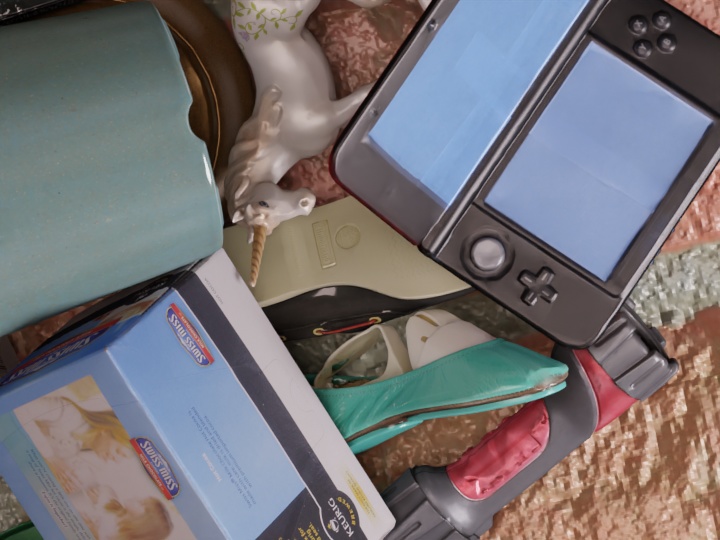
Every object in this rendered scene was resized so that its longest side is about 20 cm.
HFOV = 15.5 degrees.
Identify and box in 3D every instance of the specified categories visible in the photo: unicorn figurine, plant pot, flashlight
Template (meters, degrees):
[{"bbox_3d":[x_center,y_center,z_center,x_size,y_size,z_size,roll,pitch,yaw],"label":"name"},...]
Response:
[{"bbox_3d":[-0.031,-0.108,1.543,0.137,0.074,0.200,-19,92,-1],"label":"unicorn figurine"},{"bbox_3d":[-0.162,-0.086,1.574,0.200,0.027,0.200,-1,98,-4],"label":"plant pot"},{"bbox_3d":[-0.189,-0.055,1.469,0.196,0.200,0.200,-17,93,-9],"label":"plant pot"},{"bbox_3d":[0.092,0.095,1.557,0.200,0.068,0.068,-39,71,12],"label":"flashlight"}]

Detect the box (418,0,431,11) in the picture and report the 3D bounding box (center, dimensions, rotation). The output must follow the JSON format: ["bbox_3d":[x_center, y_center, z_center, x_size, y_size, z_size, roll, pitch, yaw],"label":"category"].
[{"bbox_3d":[0.050,-0.250,1.542,0.119,0.041,0.200,-30,88,12],"label":"box"}]

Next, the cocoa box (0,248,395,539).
[{"bbox_3d":[-0.103,0.114,1.522,0.133,0.131,0.200,-24,103,38],"label":"cocoa box"}]

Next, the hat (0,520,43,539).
[{"bbox_3d":[-0.178,0.242,1.564,0.200,0.176,0.166,-9,96,11],"label":"hat"}]

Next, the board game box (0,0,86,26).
[{"bbox_3d":[-0.149,-0.230,1.536,0.200,0.028,0.135,-18,87,-9],"label":"board game box"}]

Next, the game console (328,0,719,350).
[{"bbox_3d":[0.108,-0.083,1.473,0.172,0.119,0.200,34,88,10],"label":"game console"}]

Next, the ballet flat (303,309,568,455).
[{"bbox_3d":[0.030,0.061,1.536,0.200,0.067,0.070,-20,85,40],"label":"ballet flat"}]

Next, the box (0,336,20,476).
[{"bbox_3d":[-0.308,0.097,1.603,0.200,0.097,0.124,-31,77,12],"label":"box"}]

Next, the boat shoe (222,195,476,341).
[{"bbox_3d":[0.000,-0.003,1.568,0.201,0.063,0.074,-9,64,9],"label":"boat shoe"}]
